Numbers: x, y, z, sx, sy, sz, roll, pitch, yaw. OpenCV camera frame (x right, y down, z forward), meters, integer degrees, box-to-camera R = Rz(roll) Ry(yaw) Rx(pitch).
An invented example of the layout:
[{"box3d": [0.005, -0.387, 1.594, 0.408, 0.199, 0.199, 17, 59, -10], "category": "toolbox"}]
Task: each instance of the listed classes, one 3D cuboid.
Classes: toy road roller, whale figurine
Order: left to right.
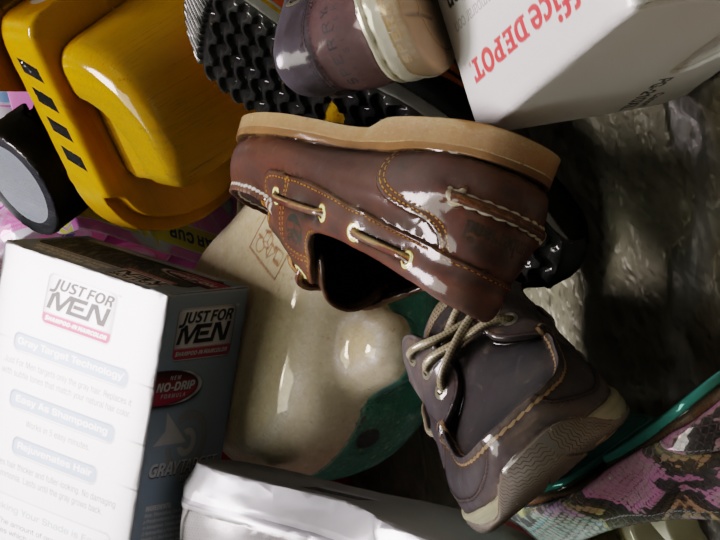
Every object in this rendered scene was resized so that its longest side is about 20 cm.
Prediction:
[{"box3d": [-0.108, -0.113, 1.206, 0.146, 0.123, 0.201, 11, 132, 52], "category": "toy road roller"}, {"box3d": [0.000, 0.000, 1.222, 0.159, 0.103, 0.201, 49, 121, 49], "category": "whale figurine"}]

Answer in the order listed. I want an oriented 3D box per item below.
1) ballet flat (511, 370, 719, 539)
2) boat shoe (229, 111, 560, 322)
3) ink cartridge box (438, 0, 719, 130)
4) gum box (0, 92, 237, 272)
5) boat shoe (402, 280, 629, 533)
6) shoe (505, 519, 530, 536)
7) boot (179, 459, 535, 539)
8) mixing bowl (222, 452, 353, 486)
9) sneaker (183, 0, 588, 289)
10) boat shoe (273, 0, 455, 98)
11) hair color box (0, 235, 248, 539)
[{"box3d": [0.110, 0.085, 1.022, 0.071, 0.069, 0.200, 58, 156, 0], "category": "ballet flat"}, {"box3d": [0.000, -0.020, 1.018, 0.200, 0.070, 0.071, 8, 80, 65], "category": "boat shoe"}, {"box3d": [0.072, -0.164, 0.933, 0.145, 0.084, 0.201, 142, 113, -67], "category": "ink cartridge box"}, {"box3d": [-0.134, -0.045, 1.375, 0.200, 0.066, 0.114, 19, -132, -62], "category": "gum box"}, {"box3d": [0.047, 0.043, 1.019, 0.073, 0.074, 0.200, 49, -179, -4], "category": "boat shoe"}, {"box3d": [0.074, 0.182, 1.096, 0.072, 0.091, 0.201, 103, 147, -48], "category": "shoe"}, {"box3d": [-0.003, 0.141, 1.126, 0.199, 0.073, 0.096, 10, 93, 48], "category": "boot"}, {"box3d": [-0.098, 0.078, 1.340, 0.200, 0.199, 0.109, -146, 50, -59], "category": "mixing bowl"}, {"box3d": [0.026, -0.077, 1.117, 0.200, 0.090, 0.070, 36, 147, 17], "category": "sneaker"}, {"box3d": [0.005, -0.115, 1.046, 0.200, 0.064, 0.072, -75, -33, -66], "category": "boat shoe"}, {"box3d": [-0.119, 0.093, 1.213, 0.099, 0.061, 0.201, 17, 103, 34], "category": "hair color box"}]
